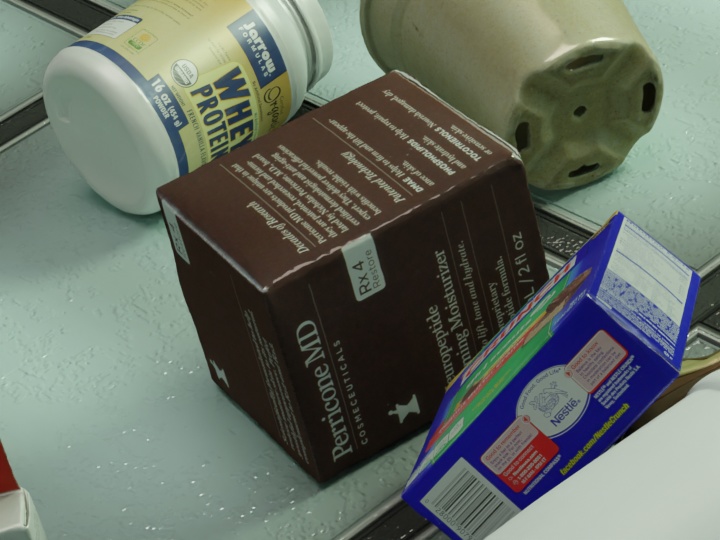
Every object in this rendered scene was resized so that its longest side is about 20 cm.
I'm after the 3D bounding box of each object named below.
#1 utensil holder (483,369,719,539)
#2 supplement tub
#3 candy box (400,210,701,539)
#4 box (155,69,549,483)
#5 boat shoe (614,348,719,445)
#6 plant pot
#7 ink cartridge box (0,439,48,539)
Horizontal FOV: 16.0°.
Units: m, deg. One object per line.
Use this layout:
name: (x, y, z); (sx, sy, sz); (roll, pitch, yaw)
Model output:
utensil holder: (0.167, 0.176, 1.398); (0.199, 0.171, 0.170); (-33, 37, -19)
supplement tub: (-0.132, -0.151, 2.000); (0.200, 0.145, 0.144); (-38, 40, -28)
candy box: (0.117, 0.066, 1.530); (0.169, 0.077, 0.200); (-48, 2, 18)
box: (0.000, 0.000, 1.712); (0.199, 0.167, 0.164); (-29, 37, -18)
boat shoe: (0.251, 0.077, 1.594); (0.199, 0.072, 0.068); (-24, 39, -1)
plant pot: (0.125, -0.163, 1.898); (0.200, 0.201, 0.184); (-23, 46, -10)
ink cartridge box: (-0.298, 0.172, 1.579); (0.199, 0.174, 0.044); (-14, 39, 2)
